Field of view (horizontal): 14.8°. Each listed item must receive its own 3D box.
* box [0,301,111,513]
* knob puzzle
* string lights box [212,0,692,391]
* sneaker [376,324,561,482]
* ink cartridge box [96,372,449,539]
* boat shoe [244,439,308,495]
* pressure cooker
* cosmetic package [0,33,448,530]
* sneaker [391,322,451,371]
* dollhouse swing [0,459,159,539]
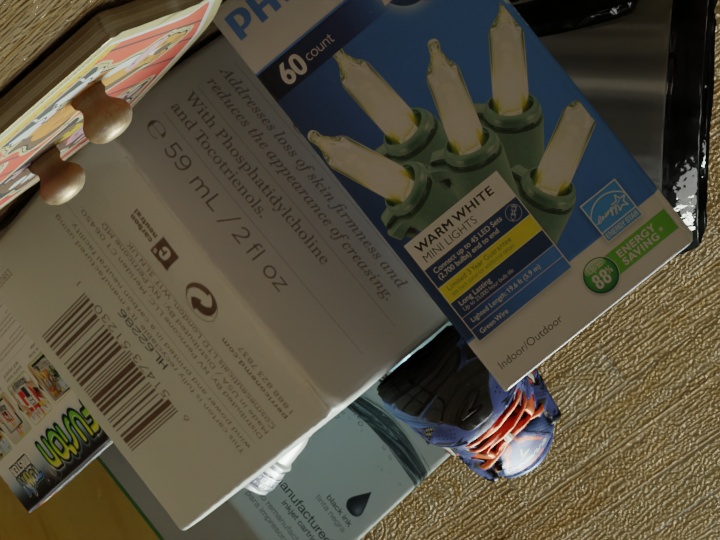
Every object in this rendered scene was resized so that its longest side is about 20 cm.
[{"bbox_3d":[-0.169,0.052,1.442,0.035,0.110,0.200,-38,180,-28],"label":"box"},{"bbox_3d":[-0.120,-0.044,1.066,0.219,0.031,0.220,-39,179,0],"label":"knob puzzle"},{"bbox_3d":[0.039,-0.061,1.166,0.103,0.200,0.059,-39,180,8],"label":"string lights box"},{"bbox_3d":[0.061,0.059,1.289,0.075,0.079,0.200,-40,178,6],"label":"sneaker"},{"bbox_3d":[-0.037,0.088,1.594,0.200,0.147,0.083,-40,-179,-41],"label":"ink cartridge box"},{"bbox_3d":[-0.086,0.029,1.436,0.065,0.200,0.073,-48,151,9],"label":"boat shoe"},{"bbox_3d":[0.087,-0.095,1.454,0.198,0.180,0.176,4,175,10],"label":"pressure cooker"},{"bbox_3d":[-0.037,-0.019,1.304,0.200,0.168,0.166,-39,178,-38],"label":"cosmetic package"},{"bbox_3d":[0.000,0.000,1.518,0.130,0.080,0.200,1,-164,-19],"label":"sneaker"},{"bbox_3d":[-0.226,0.175,1.760,0.199,0.177,0.182,-20,169,-32],"label":"dollhouse swing"}]
